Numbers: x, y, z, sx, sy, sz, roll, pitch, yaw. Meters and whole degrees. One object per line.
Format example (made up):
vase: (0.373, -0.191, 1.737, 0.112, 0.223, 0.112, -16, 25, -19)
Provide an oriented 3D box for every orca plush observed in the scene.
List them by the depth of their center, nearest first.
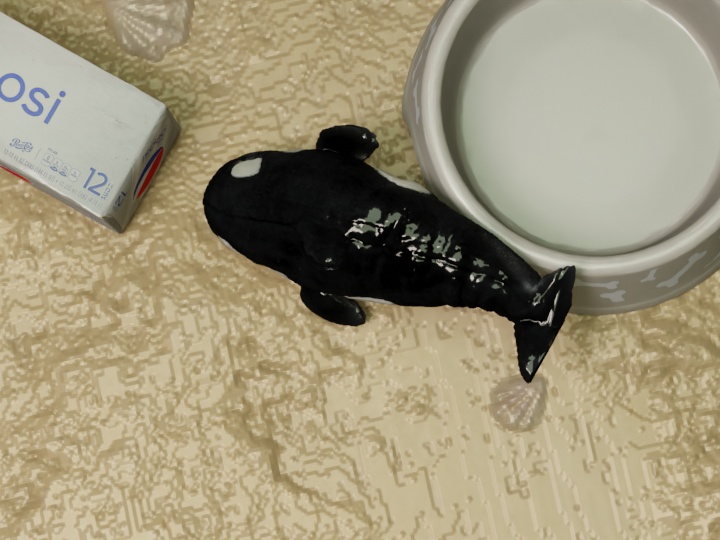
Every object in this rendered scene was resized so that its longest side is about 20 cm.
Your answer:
orca plush: (0.000, 0.000, 1.241, 0.199, 0.071, 0.106, 34, 122, 14)

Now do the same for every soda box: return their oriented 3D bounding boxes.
soda box: (-0.194, -0.098, 1.290, 0.199, 0.063, 0.069, 29, 85, 6)

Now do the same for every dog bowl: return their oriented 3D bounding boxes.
dog bowl: (0.118, -0.081, 1.278, 0.199, 0.059, 0.202, 0, 81, 2)
